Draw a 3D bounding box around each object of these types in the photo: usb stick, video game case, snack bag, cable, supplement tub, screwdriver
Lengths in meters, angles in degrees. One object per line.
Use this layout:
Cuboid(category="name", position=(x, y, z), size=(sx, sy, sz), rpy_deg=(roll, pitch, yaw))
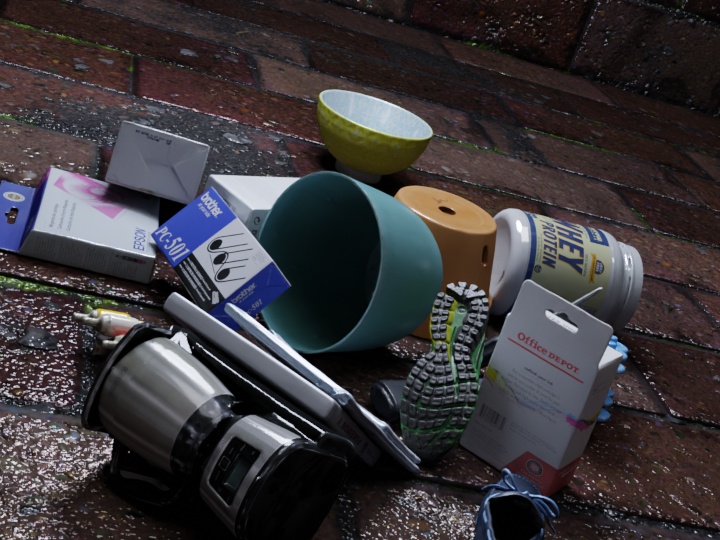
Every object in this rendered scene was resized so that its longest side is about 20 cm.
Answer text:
Cuboid(category="usb stick", position=(0.097, 0.143, 1.377), size=(0.198, 0.033, 0.056), rpy_deg=(3, 30, -37))
Cuboid(category="video game case", position=(-0.081, 0.108, 1.187), size=(0.199, 0.023, 0.182), rpy_deg=(31, -11, 24))
Cuboid(category="snack bag", position=(-0.037, 0.111, 1.213), size=(0.188, 0.021, 0.200), rpy_deg=(35, -9, 35))
Cuboid(category="cable", position=(-0.193, 0.071, 1.275), size=(0.198, 0.051, 0.097), rpy_deg=(-1, 26, -41))
Cuboid(category="supplement tub", position=(0.269, 0.005, 1.695), size=(0.197, 0.147, 0.145), rpy_deg=(12, 22, -17))
Cuboid(category="screwdriver", position=(0.200, 0.067, 1.455), size=(0.029, 0.199, 0.028), rpy_deg=(9, 55, -45))

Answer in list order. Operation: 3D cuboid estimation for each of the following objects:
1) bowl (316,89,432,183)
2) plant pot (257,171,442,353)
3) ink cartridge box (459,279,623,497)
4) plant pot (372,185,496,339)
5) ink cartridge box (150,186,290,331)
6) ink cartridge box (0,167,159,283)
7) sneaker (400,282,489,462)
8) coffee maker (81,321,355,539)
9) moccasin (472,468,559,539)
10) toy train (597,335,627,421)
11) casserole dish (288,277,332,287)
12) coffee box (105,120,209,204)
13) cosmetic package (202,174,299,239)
Cuboid(category="bowl", position=(0.011, -0.208, 2.036), size=(0.197, 0.109, 0.201), rpy_deg=(16, 22, -7))
Cuboid(category="plant pot", position=(0.000, 0.000, 1.432), size=(0.160, 0.202, 0.200), rpy_deg=(10, 21, -49))
Cuboid(category="ink cartridge box", position=(0.194, 0.117, 1.290), size=(0.116, 0.202, 0.067), rpy_deg=(31, 24, 27))
Cuboid(category="plant pot", position=(0.091, -0.017, 1.608), size=(0.197, 0.142, 0.201), rpy_deg=(16, 23, -7))
Cuboid(category="ink cartridge box", position=(-0.160, -0.013, 1.381), size=(0.044, 0.094, 0.200), rpy_deg=(55, -6, -37))
Cuboid(category="ink cartridge box", position=(-0.341, -0.063, 1.486), size=(0.197, 0.044, 0.197), rpy_deg=(15, 22, -15))
Cuboid(category="sneaker", position=(0.097, 0.117, 1.313), size=(0.077, 0.086, 0.202), rpy_deg=(11, 56, 17))
Cuboid(category="coffee maker", position=(-0.106, 0.141, 1.072), size=(0.199, 0.136, 0.191), rpy_deg=(32, 24, 27))
Cuboid(category="moccasin", position=(0.147, 0.237, 1.145), size=(0.080, 0.069, 0.200), rpy_deg=(20, 21, 3))
Cuboid(category="toy train", position=(0.256, 0.116, 1.488), size=(0.113, 0.088, 0.200), rpy_deg=(18, 13, 11))
Cuboid(category="casserole dish", position=(-0.124, -0.016, 1.561), size=(0.198, 0.039, 0.121), rpy_deg=(26, 23, 18))
Cuboid(category="coffee box", position=(-0.258, -0.138, 1.603), size=(0.113, 0.081, 0.200), rpy_deg=(17, 3, -7))
Cuboid(category="cosmetic package", position=(-0.097, -0.066, 1.557), size=(0.198, 0.075, 0.101), rpy_deg=(1, 28, -44))
